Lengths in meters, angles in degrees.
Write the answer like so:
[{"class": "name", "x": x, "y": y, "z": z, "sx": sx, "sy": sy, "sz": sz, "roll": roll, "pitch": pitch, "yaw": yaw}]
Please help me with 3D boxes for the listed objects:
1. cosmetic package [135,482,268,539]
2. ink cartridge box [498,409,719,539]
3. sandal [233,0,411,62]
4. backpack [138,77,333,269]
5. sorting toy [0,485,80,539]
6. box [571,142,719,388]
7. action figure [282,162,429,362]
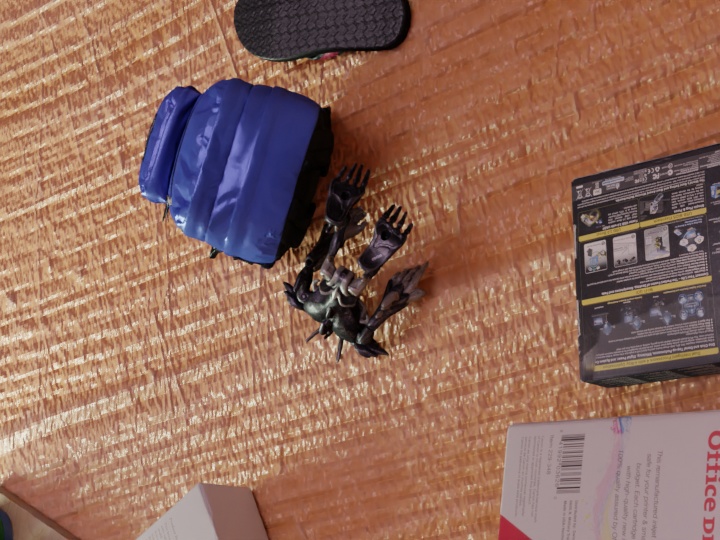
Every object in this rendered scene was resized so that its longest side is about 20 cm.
[{"class": "cosmetic package", "x": -0.173, "y": 0.297, "z": 1.352, "sx": 0.200, "sy": 0.071, "sz": 0.102, "roll": -42, "pitch": 55, "yaw": 28}, {"class": "ink cartridge box", "x": 0.198, "y": 0.184, "z": 1.017, "sx": 0.198, "sy": 0.085, "sz": 0.150, "roll": -7, "pitch": 65, "yaw": 40}, {"class": "sandal", "x": -0.035, "y": -0.234, "z": 1.374, "sx": 0.198, "sy": 0.045, "sz": 0.076, "roll": 6, "pitch": 90, "yaw": 29}, {"class": "backpack", "x": -0.112, "y": -0.087, "z": 1.275, "sx": 0.200, "sy": 0.165, "sz": 0.165, "roll": -133, "pitch": 56, "yaw": -82}, {"class": "sorting toy", "x": -0.399, "y": 0.357, "z": 1.548, "sx": 0.197, "sy": 0.069, "sz": 0.203, "roll": 19, "pitch": 94, "yaw": 43}, {"class": "box", "x": 0.250, "y": -0.007, "z": 1.050, "sx": 0.198, "sy": 0.049, "sz": 0.164, "roll": -14, "pitch": 70, "yaw": 40}, {"class": "action figure", "x": 0.000, "y": 0.000, "z": 1.243, "sx": 0.118, "sy": 0.102, "sz": 0.201, "roll": 38, "pitch": 150, "yaw": 13}]
